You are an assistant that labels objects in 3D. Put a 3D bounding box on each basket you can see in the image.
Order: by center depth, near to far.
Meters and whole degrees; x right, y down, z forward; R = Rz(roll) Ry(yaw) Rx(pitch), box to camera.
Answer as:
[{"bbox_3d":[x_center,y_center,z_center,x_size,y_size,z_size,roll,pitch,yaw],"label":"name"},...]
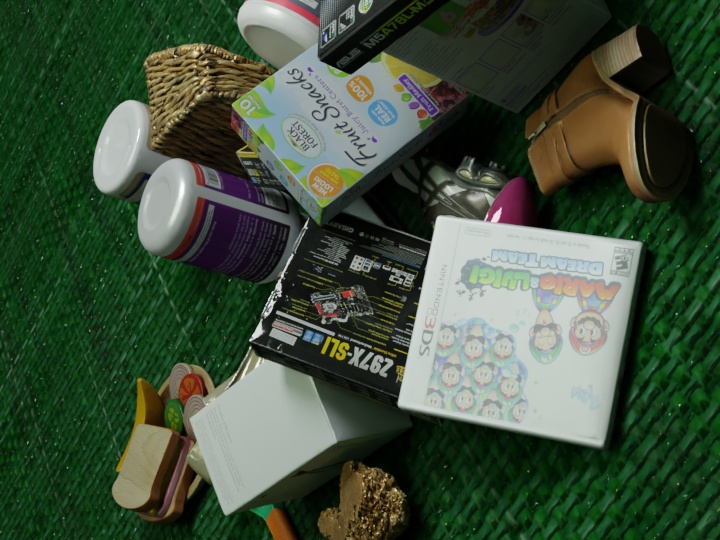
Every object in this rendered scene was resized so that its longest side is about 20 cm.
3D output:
[{"bbox_3d":[-0.143,-0.205,1.750,0.143,0.199,0.150,-40,44,34],"label":"basket"}]

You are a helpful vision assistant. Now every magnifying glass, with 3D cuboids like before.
[{"bbox_3d":[-0.102,0.262,1.648,0.080,0.022,0.200,-58,34,19],"label":"magnifying glass"}]

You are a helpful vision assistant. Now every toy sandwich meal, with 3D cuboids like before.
[{"bbox_3d":[-0.246,0.212,1.828,0.205,0.070,0.207,-28,54,46],"label":"toy sandwich meal"}]

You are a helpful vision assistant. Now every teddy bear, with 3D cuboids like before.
[{"bbox_3d":[0.002,0.291,1.459,0.145,0.066,0.202,1,83,65],"label":"teddy bear"}]

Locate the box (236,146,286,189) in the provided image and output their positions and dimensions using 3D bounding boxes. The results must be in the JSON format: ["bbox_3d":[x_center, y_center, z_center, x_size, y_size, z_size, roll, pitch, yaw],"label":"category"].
[{"bbox_3d":[-0.031,-0.147,1.585,0.159,0.050,0.200,-32,16,-15],"label":"box"}]

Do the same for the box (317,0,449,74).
[{"bbox_3d":[0.035,-0.306,1.326,0.193,0.047,0.201,-32,48,48],"label":"box"}]

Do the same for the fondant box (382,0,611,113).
[{"bbox_3d":[0.118,-0.246,1.399,0.144,0.199,0.059,-45,43,33],"label":"fondant box"}]

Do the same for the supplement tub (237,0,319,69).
[{"bbox_3d":[-0.038,-0.327,1.678,0.140,0.140,0.201,9,65,56],"label":"supplement tub"}]

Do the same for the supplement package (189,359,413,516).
[{"bbox_3d":[-0.064,0.158,1.527,0.200,0.116,0.118,-38,67,40],"label":"supplement package"}]

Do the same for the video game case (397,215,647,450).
[{"bbox_3d":[0.142,0.052,1.308,0.199,0.024,0.184,9,81,26],"label":"video game case"}]

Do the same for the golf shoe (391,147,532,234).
[{"bbox_3d":[0.083,-0.070,1.481,0.200,0.077,0.095,19,92,57],"label":"golf shoe"}]

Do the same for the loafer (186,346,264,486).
[{"bbox_3d":[-0.143,0.149,1.671,0.076,0.068,0.201,85,-157,-68],"label":"loafer"}]

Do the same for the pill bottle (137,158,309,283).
[{"bbox_3d":[-0.148,-0.051,1.689,0.112,0.199,0.113,-29,52,47],"label":"pill bottle"}]

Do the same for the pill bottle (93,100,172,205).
[{"bbox_3d":[-0.219,-0.126,1.825,0.119,0.199,0.121,-28,53,45],"label":"pill bottle"}]

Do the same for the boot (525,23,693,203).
[{"bbox_3d":[0.215,-0.108,1.317,0.155,0.073,0.201,-38,35,39],"label":"boot"}]

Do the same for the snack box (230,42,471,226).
[{"bbox_3d":[-0.008,-0.159,1.452,0.142,0.200,0.053,48,162,13],"label":"snack box"}]

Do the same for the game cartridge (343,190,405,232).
[{"bbox_3d":[0.000,0.000,1.605,0.134,0.040,0.200,-57,37,16],"label":"game cartridge"}]

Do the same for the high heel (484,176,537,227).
[{"bbox_3d":[0.156,0.011,1.354,0.096,0.067,0.202,2,74,47],"label":"high heel"}]

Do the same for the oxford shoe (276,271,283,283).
[{"bbox_3d":[0.013,0.017,1.493,0.198,0.071,0.072,11,66,14],"label":"oxford shoe"}]

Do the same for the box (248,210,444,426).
[{"bbox_3d":[0.015,0.040,1.416,0.199,0.049,0.161,19,71,16],"label":"box"}]
